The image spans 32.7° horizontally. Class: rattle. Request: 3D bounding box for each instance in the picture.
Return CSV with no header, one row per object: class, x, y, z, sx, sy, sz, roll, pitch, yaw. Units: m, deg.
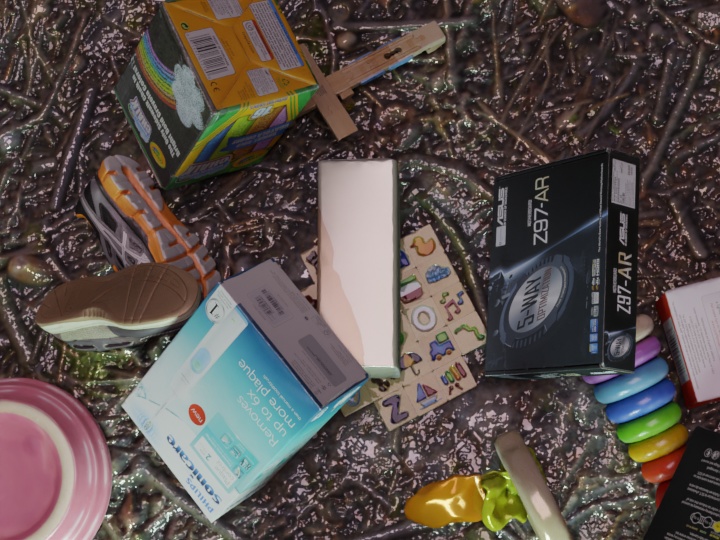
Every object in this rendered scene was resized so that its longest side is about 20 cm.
rattle,0.138,0.255,1.101,0.142,0.131,0.201,-15,55,-11

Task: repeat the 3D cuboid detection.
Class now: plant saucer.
plant saucer,-0.346,0.204,1.200,0.198,0.051,0.203,-1,79,4

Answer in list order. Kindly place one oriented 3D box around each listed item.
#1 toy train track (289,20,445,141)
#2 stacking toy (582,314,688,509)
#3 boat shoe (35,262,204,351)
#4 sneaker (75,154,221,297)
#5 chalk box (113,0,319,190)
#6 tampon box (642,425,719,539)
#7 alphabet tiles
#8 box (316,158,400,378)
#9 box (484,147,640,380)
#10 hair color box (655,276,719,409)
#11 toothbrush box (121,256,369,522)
toy train track,-0.003,-0.197,1.266,0.199,0.033,0.115,-29,72,-8
stacking toy,0.277,0.147,1.163,0.085,0.085,0.201,-25,85,-1
boat shoe,-0.224,0.042,1.183,0.199,0.065,0.072,-8,50,30
sneaker,-0.211,-0.016,1.228,0.077,0.078,0.201,-36,84,26
chalk box,-0.151,-0.168,1.204,0.123,0.200,0.126,-21,79,-34
tampon box,0.340,0.269,1.076,0.149,0.126,0.201,33,81,-28
alphabet tiles,0.027,0.049,1.228,0.165,0.006,0.201,-27,79,-1
box,0.000,0.000,1.189,0.077,0.095,0.202,-1,78,4
box,0.188,-0.001,1.154,0.043,0.160,0.202,11,78,-34
hair color box,0.397,0.052,1.175,0.198,0.064,0.112,-14,78,2
toothbrush box,-0.110,0.112,1.133,0.147,0.085,0.200,50,127,10
